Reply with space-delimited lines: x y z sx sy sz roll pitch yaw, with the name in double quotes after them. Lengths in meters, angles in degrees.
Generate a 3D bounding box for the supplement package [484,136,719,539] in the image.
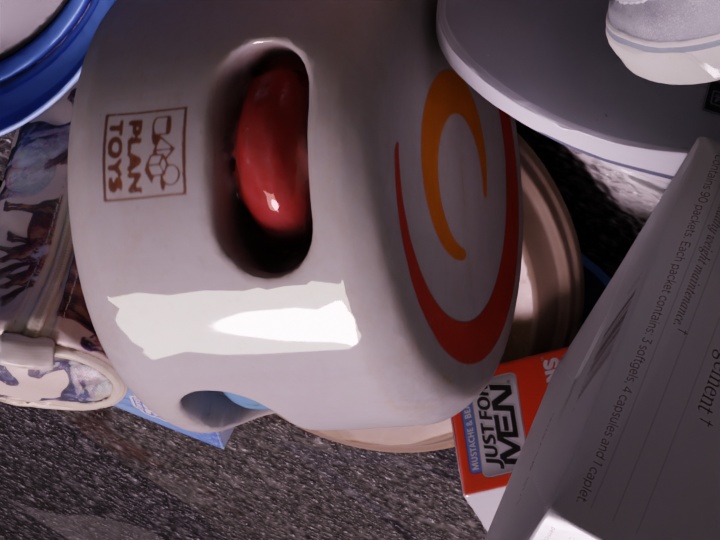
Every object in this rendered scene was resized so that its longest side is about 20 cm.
0.154 0.100 0.939 0.199 0.192 0.147 27 138 0 "supplement package"

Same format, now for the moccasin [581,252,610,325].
0.022 -0.006 1.247 0.199 0.068 0.081 25 160 1 "moccasin"

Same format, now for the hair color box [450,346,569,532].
0.147 0.071 1.162 0.199 0.064 0.111 -15 148 10 "hair color box"

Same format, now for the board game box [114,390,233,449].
-0.172 0.020 1.590 0.198 0.044 0.200 20 159 14 "board game box"

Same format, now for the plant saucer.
0.000 0.000 1.192 0.199 0.029 0.201 11 123 17 "plant saucer"

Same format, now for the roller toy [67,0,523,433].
-0.028 -0.032 1.042 0.139 0.183 0.201 -4 126 22 "roller toy"

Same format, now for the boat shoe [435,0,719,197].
0.118 -0.053 1.006 0.199 0.074 0.065 25 156 6 "boat shoe"

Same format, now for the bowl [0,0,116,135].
-0.187 -0.140 1.052 0.199 0.039 0.202 0 123 1 "bowl"

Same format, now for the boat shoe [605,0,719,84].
0.138 -0.112 0.865 0.072 0.070 0.200 54 153 -16 "boat shoe"

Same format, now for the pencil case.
-0.113 -0.036 1.124 0.077 0.201 0.090 11 155 7 "pencil case"
